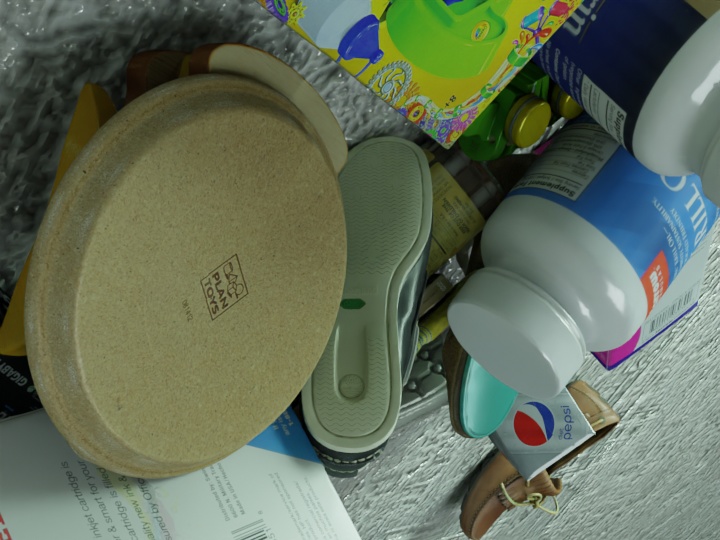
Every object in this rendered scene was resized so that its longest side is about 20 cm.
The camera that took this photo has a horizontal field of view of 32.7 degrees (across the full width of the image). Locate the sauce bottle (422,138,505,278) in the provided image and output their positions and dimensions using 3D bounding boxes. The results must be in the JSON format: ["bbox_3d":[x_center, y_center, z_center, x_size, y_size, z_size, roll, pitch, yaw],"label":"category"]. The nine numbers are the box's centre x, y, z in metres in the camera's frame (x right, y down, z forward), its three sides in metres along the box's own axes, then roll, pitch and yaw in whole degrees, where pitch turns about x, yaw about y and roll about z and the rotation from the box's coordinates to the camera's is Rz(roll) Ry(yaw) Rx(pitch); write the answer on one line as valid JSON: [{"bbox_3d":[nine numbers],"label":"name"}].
[{"bbox_3d":[0.000,0.000,0.767,0.199,0.065,0.065,-40,152,1],"label":"sauce bottle"}]

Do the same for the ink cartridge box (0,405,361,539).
[{"bbox_3d":[-0.124,0.154,0.612,0.198,0.149,0.145,-13,156,-42],"label":"ink cartridge box"}]

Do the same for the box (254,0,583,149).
[{"bbox_3d":[0.030,-0.186,0.484,0.200,0.122,0.192,-47,152,11],"label":"box"}]

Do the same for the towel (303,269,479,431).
[{"bbox_3d":[0.000,0.080,0.785,0.200,0.023,0.144,-42,180,-35],"label":"towel"}]

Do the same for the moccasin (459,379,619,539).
[{"bbox_3d":[0.183,0.207,1.262,0.201,0.078,0.074,-43,152,2],"label":"moccasin"}]

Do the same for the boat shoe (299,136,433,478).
[{"bbox_3d":[0.001,0.016,0.695,0.070,0.203,0.068,6,152,6],"label":"boat shoe"}]

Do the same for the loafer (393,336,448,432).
[{"bbox_3d":[0.072,0.070,0.945,0.198,0.070,0.070,-31,142,-20],"label":"loafer"}]

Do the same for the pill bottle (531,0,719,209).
[{"bbox_3d":[0.163,-0.124,0.650,0.115,0.200,0.117,-30,150,-19],"label":"pill bottle"}]

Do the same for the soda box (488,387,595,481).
[{"bbox_3d":[0.126,0.108,0.973,0.063,0.069,0.200,-34,180,-1],"label":"soda box"}]

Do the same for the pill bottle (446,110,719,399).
[{"bbox_3d":[0.142,-0.023,0.743,0.201,0.111,0.113,-50,156,-20],"label":"pill bottle"}]

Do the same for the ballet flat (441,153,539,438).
[{"bbox_3d":[0.088,0.013,0.849,0.067,0.072,0.203,-3,113,-35],"label":"ballet flat"}]

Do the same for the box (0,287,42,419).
[{"bbox_3d":[-0.227,0.114,0.655,0.198,0.050,0.200,-38,152,-4],"label":"box"}]

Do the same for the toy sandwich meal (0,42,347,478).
[{"bbox_3d":[-0.083,-0.007,0.569,0.203,0.070,0.209,-20,118,-43],"label":"toy sandwich meal"}]

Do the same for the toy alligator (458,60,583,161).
[{"bbox_3d":[0.115,-0.112,0.749,0.199,0.059,0.055,-33,145,-31],"label":"toy alligator"}]

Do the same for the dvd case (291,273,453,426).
[{"bbox_3d":[-0.020,0.073,0.823,0.200,0.016,0.149,-43,180,0],"label":"dvd case"}]

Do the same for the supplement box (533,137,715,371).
[{"bbox_3d":[0.199,-0.028,0.933,0.100,0.104,0.201,-33,152,-12],"label":"supplement box"}]
